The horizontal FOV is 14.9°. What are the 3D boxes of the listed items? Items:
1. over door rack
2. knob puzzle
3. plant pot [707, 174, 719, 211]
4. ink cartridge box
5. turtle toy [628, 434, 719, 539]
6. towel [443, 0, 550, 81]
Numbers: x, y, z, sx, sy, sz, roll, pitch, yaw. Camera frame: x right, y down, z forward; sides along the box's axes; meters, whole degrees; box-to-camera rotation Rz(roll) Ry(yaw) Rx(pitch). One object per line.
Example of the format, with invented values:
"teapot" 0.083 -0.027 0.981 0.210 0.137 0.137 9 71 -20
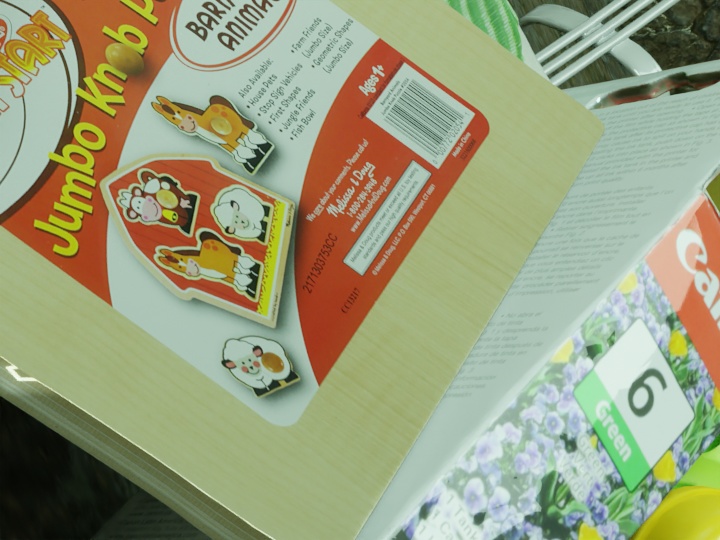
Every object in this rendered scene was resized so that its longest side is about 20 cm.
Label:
"over door rack" 0.019 -0.097 0.866 0.200 0.147 0.067 40 -34 24
"knob puzzle" -0.060 -0.037 0.602 0.219 0.030 0.220 19 45 -20
"plant pot" 0.158 0.060 0.985 0.200 0.193 0.196 54 24 -32
"ink cartridge box" 0.035 0.024 0.647 0.200 0.109 0.051 -44 113 -34
"turtle toy" 0.051 0.130 0.665 0.101 0.201 0.146 30 -7 -25
"towel" 0.000 0.000 0.741 0.023 0.152 0.200 38 -13 45
